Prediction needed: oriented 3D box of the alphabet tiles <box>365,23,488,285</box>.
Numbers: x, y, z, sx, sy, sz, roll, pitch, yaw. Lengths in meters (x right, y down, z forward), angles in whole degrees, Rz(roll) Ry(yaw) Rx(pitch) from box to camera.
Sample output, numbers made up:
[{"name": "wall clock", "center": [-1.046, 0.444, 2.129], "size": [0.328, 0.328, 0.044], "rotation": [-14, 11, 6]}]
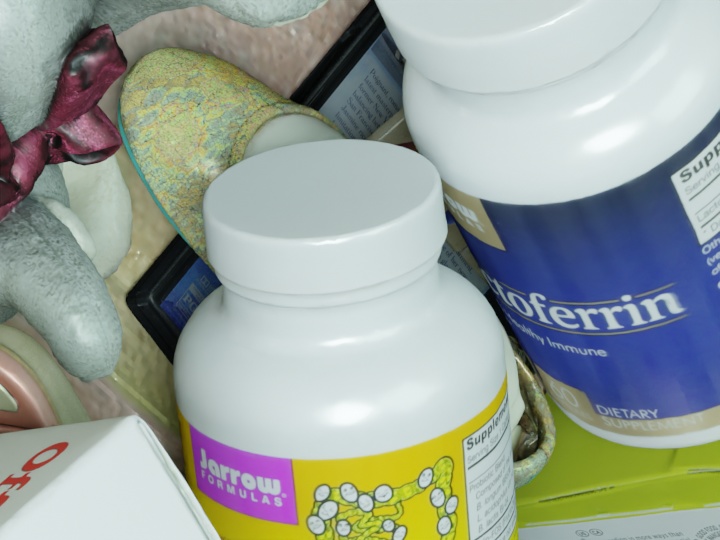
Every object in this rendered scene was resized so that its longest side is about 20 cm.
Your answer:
[{"name": "alphabet tiles", "center": [0.102, -0.079, 0.994], "size": [0.200, 0.006, 0.166], "rotation": [-39, 133, 5]}]

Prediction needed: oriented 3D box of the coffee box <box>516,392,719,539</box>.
[{"name": "coffee box", "center": [0.207, 0.063, 1.062], "size": [0.198, 0.199, 0.200], "rotation": [44, 56, -28]}]

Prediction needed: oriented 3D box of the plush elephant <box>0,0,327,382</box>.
[{"name": "plush elephant", "center": [-0.113, -0.037, 0.831], "size": [0.164, 0.200, 0.156], "rotation": [-26, 123, -28]}]

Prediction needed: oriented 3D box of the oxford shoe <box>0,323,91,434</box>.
[{"name": "oxford shoe", "center": [-0.090, 0.077, 0.848], "size": [0.201, 0.070, 0.074], "rotation": [82, 28, -46]}]

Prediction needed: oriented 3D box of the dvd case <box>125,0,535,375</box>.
[{"name": "dvd case", "center": [0.013, -0.004, 1.020], "size": [0.143, 0.017, 0.200], "rotation": [53, 53, -22]}]

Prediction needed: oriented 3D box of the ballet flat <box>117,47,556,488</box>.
[{"name": "ballet flat", "center": [0.000, 0.000, 0.951], "size": [0.200, 0.070, 0.071], "rotation": [53, 53, -22]}]

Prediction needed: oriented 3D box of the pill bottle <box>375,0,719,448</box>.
[{"name": "pill bottle", "center": [0.081, -0.043, 0.927], "size": [0.116, 0.115, 0.200], "rotation": [-63, 142, -29]}]

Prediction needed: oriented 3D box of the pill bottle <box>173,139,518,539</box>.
[{"name": "pill bottle", "center": [-0.003, 0.065, 0.894], "size": [0.104, 0.104, 0.201], "rotation": [-30, 124, -41]}]

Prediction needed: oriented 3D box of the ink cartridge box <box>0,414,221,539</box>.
[{"name": "ink cartridge box", "center": [-0.139, 0.116, 0.738], "size": [0.145, 0.199, 0.084], "rotation": [-43, 111, -38]}]
